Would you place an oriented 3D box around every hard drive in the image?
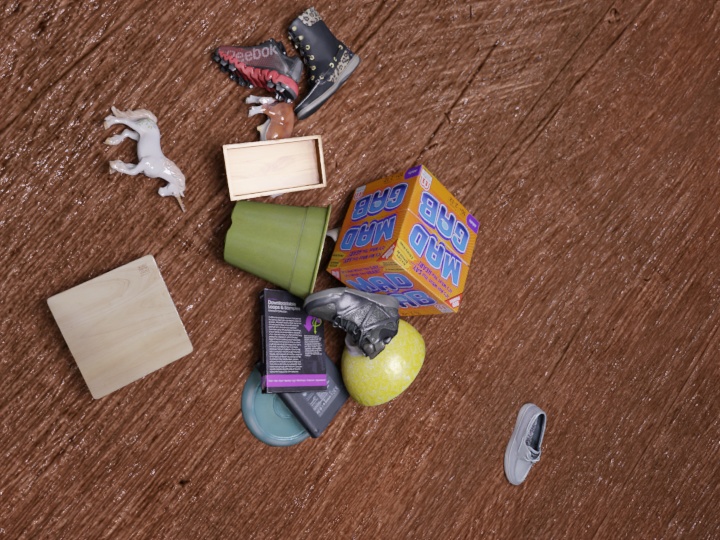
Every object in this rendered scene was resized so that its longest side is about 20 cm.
[{"bbox_3d":[-0.115,0.225,1.150,0.202,0.033,0.140,53,53,-10],"label":"hard drive"}]

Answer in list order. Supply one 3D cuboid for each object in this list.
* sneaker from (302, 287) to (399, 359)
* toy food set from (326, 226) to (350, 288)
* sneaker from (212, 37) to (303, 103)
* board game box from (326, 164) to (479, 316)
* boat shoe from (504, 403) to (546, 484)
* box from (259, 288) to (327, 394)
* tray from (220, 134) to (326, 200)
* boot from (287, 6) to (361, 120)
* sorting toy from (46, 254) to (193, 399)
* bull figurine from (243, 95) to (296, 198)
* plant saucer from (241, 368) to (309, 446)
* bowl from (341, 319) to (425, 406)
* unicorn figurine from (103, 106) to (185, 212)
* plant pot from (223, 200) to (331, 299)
[{"bbox_3d":[-0.014,0.100,1.032,0.193,0.077,0.118,10,57,-19],"label":"sneaker"},{"bbox_3d":[0.000,0.000,1.184,0.141,0.059,0.207,-18,97,-41],"label":"toy food set"},{"bbox_3d":[-0.195,-0.407,1.065,0.195,0.071,0.101,24,84,14],"label":"sneaker"},{"bbox_3d":[0.088,-0.048,1.095,0.198,0.196,0.205,35,63,-32],"label":"board game box"},{"bbox_3d":[0.415,0.440,1.360,0.068,0.071,0.208,15,89,-18],"label":"boat shoe"},{"bbox_3d":[-0.138,0.145,1.117,0.139,0.036,0.208,7,72,-35],"label":"box"},{"bbox_3d":[-0.167,-0.203,1.069,0.193,0.037,0.103,-12,102,-22],"label":"tray"},{"bbox_3d":[-0.105,-0.423,1.116,0.154,0.073,0.205,46,66,-15],"label":"boot"},{"bbox_3d":[-0.450,0.102,1.042,0.195,0.069,0.205,-25,101,-16],"label":"sorting toy"},{"bbox_3d":[-0.187,-0.255,1.106,0.118,0.064,0.208,11,88,-31],"label":"bull figurine"},{"bbox_3d":[-0.159,0.283,1.178,0.193,0.027,0.209,-1,94,-19],"label":"plant saucer"},{"bbox_3d":[0.028,0.163,1.132,0.200,0.199,0.109,-43,118,-10],"label":"bowl"},{"bbox_3d":[-0.406,-0.214,1.030,0.133,0.073,0.208,-7,91,-29],"label":"unicorn figurine"},{"bbox_3d":[-0.168,-0.054,1.080,0.183,0.200,0.208,14,90,-7],"label":"plant pot"}]
